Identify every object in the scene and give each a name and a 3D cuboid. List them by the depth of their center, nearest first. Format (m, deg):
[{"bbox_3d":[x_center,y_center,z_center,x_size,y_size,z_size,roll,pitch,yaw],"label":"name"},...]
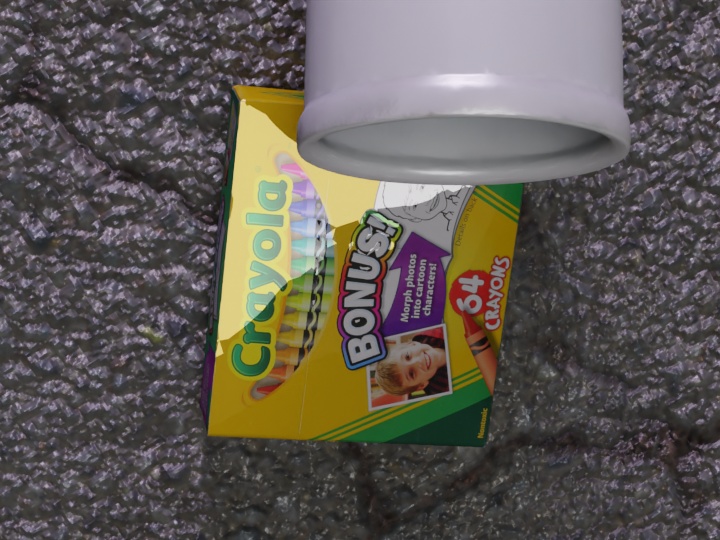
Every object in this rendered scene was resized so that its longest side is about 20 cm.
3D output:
[{"bbox_3d":[0.052,-0.158,0.802,0.169,0.170,0.202,2,83,-14],"label":"utensil holder"},{"bbox_3d":[0.000,0.000,0.922,0.171,0.058,0.202,3,105,-14],"label":"crayon box"}]
